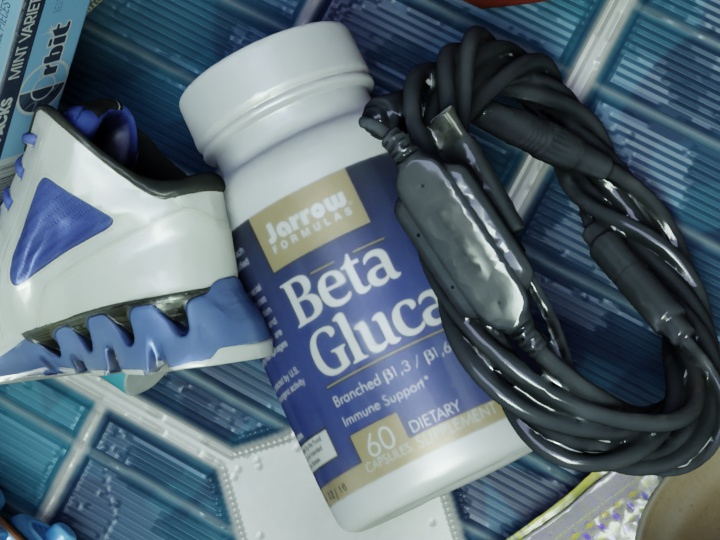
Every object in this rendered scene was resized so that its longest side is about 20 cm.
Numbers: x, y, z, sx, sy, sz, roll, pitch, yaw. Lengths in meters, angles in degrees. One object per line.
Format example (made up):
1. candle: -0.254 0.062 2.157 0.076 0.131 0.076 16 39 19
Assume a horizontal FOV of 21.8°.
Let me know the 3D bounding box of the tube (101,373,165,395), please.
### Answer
1. tube: -0.166 -0.019 0.864 0.200 0.050 0.077 35 77 16

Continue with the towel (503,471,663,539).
1. towel: 0.127 0.186 0.803 0.144 0.023 0.200 -34 80 4

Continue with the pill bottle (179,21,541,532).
1. pill bottle: 0.000 0.000 0.796 0.111 0.111 0.200 -27 81 6

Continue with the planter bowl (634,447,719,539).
1. planter bowl: 0.223 0.130 0.721 0.200 0.200 0.135 -24 108 7

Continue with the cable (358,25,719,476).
1. cable: 0.083 -0.004 0.769 0.051 0.163 0.200 -36 91 32

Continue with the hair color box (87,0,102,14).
1. hair color box: -0.172 -0.218 0.872 0.109 0.065 0.200 -41 81 3

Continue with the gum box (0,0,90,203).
1. gum box: -0.203 -0.144 0.816 0.200 0.045 0.170 41 129 22

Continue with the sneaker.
1. sneaker: -0.131 -0.011 0.782 0.199 0.081 0.115 -5 88 23

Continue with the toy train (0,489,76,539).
1. toy train: -0.204 0.111 0.819 0.200 0.114 0.087 42 93 11

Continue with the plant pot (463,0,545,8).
1. plant pot: 0.083 -0.213 0.772 0.176 0.200 0.200 -24 81 20
